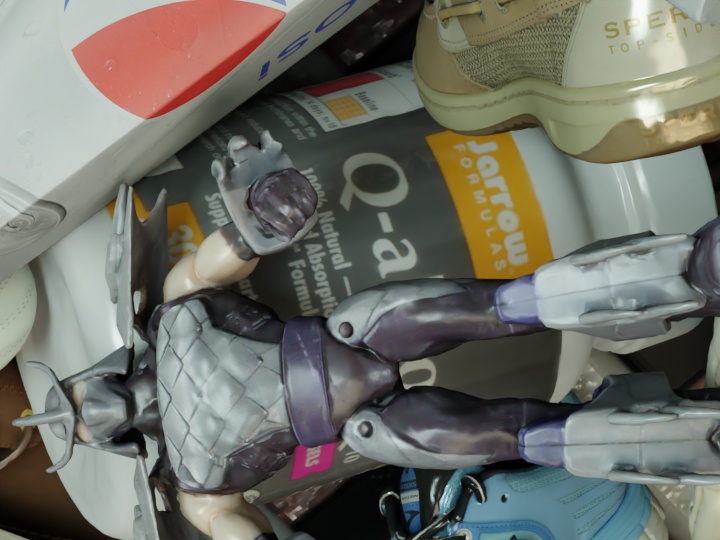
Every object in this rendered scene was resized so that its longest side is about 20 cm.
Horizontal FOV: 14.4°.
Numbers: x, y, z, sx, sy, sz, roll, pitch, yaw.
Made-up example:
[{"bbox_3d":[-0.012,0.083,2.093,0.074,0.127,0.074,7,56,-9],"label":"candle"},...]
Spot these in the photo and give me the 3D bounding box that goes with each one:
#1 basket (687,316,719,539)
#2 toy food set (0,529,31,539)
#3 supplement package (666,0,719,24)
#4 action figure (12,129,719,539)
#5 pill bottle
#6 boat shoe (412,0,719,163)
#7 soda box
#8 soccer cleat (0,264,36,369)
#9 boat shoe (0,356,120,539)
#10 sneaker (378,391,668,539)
[{"bbox_3d":[0.198,-0.013,0.783,0.197,0.161,0.201,13,123,10],"label":"basket"},{"bbox_3d":[-0.142,0.138,0.909,0.199,0.061,0.143,24,141,-28],"label":"toy food set"},{"bbox_3d":[0.083,-0.172,0.653,0.150,0.200,0.153,-7,127,-42],"label":"supplement package"},{"bbox_3d":[0.004,0.026,0.729,0.198,0.069,0.131,-6,99,13],"label":"action figure"},{"bbox_3d":[0.000,0.000,0.854,0.199,0.116,0.117,-16,126,-19],"label":"pill bottle"},{"bbox_3d":[0.056,-0.074,0.750,0.071,0.200,0.065,-19,102,-12],"label":"boat shoe"},{"bbox_3d":[-0.059,-0.069,0.757,0.200,0.068,0.064,-37,84,-10],"label":"soda box"},{"bbox_3d":[-0.184,0.027,0.775,0.198,0.078,0.070,-6,113,-15],"label":"soccer cleat"},{"bbox_3d":[-0.134,0.049,0.885,0.199,0.068,0.072,26,109,-29],"label":"boat shoe"},{"bbox_3d":[0.023,0.105,0.925,0.078,0.200,0.090,-7,119,38],"label":"sneaker"}]
